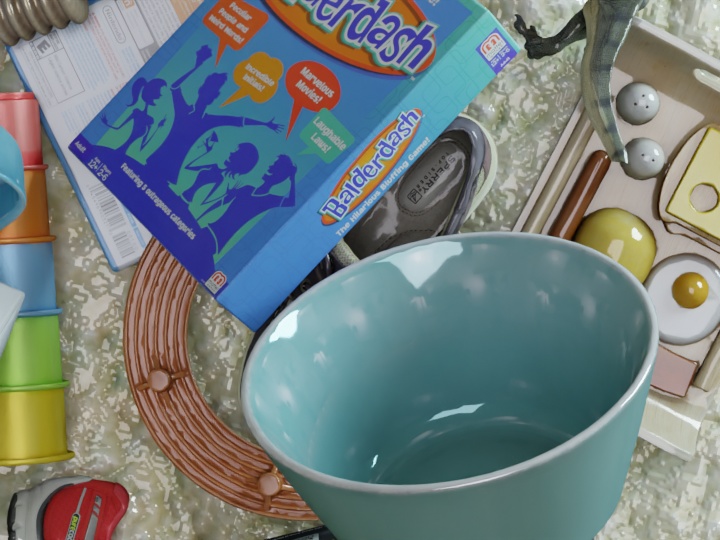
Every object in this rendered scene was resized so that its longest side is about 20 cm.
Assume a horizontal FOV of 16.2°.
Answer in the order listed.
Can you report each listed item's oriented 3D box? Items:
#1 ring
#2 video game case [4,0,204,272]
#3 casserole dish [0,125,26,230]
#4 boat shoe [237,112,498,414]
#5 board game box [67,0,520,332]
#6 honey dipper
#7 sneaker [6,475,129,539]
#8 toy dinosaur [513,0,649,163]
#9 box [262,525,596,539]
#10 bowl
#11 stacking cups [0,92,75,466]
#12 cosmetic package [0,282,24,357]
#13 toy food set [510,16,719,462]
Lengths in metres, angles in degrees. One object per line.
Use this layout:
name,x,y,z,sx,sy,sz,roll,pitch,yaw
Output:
ring,-0.030,0.034,1.359,0.200,0.019,0.200,0,86,6
video game case,-0.075,-0.105,1.388,0.200,0.018,0.143,-25,91,0
casserole dish,-0.249,-0.050,1.314,0.121,0.200,0.039,26,60,-26
boat shoe,0.000,0.000,1.315,0.072,0.065,0.200,38,91,8
board game box,-0.037,-0.089,1.316,0.200,0.045,0.152,-47,52,0
honey dipper,-0.102,-0.165,1.338,0.200,0.038,0.038,-16,92,14
sneaker,-0.137,0.209,1.368,0.085,0.077,0.200,-10,92,-6
toy dinosaur,0.127,-0.151,1.358,0.088,0.047,0.200,4,66,35
box,0.020,0.157,1.327,0.200,0.158,0.050,-14,92,0
bowl,0.052,0.080,1.225,0.201,0.201,0.105,-15,123,-1
stacking cups,-0.192,0.004,1.370,0.060,0.061,0.200,-5,90,-1
cosmetic package,-0.305,0.073,1.298,0.200,0.123,0.199,26,123,-1
toy food set,0.161,-0.017,1.373,0.143,0.060,0.200,28,91,-1
